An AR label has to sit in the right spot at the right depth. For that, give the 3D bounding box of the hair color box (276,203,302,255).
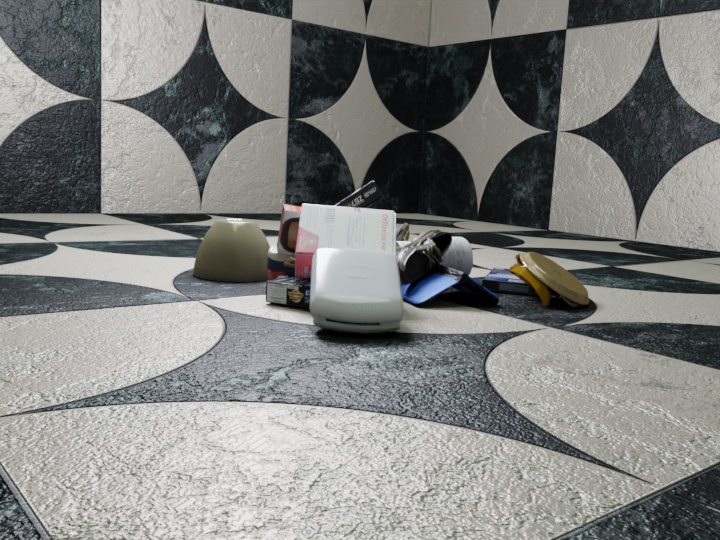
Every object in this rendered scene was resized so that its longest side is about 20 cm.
[{"bbox_3d":[-0.080,-0.078,1.609,0.198,0.102,0.061,7,19,-11],"label":"hair color box"}]

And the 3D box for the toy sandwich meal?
[{"bbox_3d":[0.426,0.029,1.656,0.204,0.071,0.206,28,21,-12],"label":"toy sandwich meal"}]

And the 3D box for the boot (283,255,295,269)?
[{"bbox_3d":[-0.068,-0.028,1.569,0.198,0.076,0.074,2,7,-17],"label":"boot"}]

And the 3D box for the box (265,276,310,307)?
[{"bbox_3d":[-0.058,0.044,1.487,0.197,0.050,0.199,9,9,29],"label":"box"}]

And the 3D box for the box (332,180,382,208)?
[{"bbox_3d":[-0.040,-0.134,1.754,0.160,0.049,0.200,-32,-2,-16],"label":"box"}]

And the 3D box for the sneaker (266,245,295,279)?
[{"bbox_3d":[-0.121,-0.003,1.661,0.198,0.085,0.075,6,19,-21],"label":"sneaker"}]

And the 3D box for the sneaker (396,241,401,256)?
[{"bbox_3d":[0.050,-0.060,1.692,0.075,0.100,0.199,-20,43,-42],"label":"sneaker"}]

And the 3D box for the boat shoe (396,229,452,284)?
[{"bbox_3d":[0.144,-0.039,1.626,0.073,0.075,0.200,-14,24,39],"label":"boat shoe"}]

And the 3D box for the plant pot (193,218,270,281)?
[{"bbox_3d":[-0.304,-0.055,1.771,0.198,0.136,0.200,4,9,-1],"label":"plant pot"}]

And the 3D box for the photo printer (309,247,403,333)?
[{"bbox_3d":[-0.008,0.037,1.293,0.165,0.070,0.201,4,32,-4],"label":"photo printer"}]

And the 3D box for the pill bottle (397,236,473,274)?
[{"bbox_3d":[0.175,-0.028,1.837,0.198,0.116,0.114,-1,9,-27],"label":"pill bottle"}]

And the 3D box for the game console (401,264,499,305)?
[{"bbox_3d":[0.179,0.053,1.619,0.170,0.119,0.200,34,-3,-22],"label":"game console"}]

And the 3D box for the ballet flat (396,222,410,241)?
[{"bbox_3d":[0.106,-0.054,1.906,0.046,0.201,0.067,33,58,12],"label":"ballet flat"}]

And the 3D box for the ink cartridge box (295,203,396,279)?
[{"bbox_3d":[-0.030,-0.053,1.492,0.198,0.083,0.147,4,48,-1],"label":"ink cartridge box"}]

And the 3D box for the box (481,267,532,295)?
[{"bbox_3d":[0.378,0.025,1.826,0.120,0.033,0.200,6,11,18],"label":"box"}]
